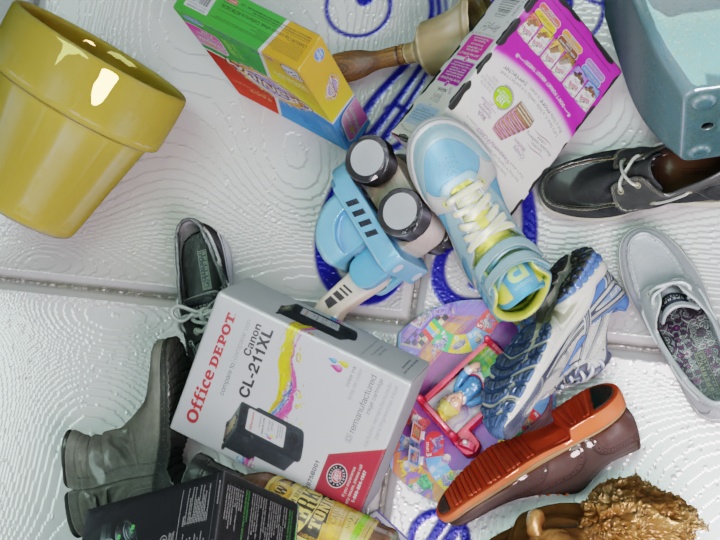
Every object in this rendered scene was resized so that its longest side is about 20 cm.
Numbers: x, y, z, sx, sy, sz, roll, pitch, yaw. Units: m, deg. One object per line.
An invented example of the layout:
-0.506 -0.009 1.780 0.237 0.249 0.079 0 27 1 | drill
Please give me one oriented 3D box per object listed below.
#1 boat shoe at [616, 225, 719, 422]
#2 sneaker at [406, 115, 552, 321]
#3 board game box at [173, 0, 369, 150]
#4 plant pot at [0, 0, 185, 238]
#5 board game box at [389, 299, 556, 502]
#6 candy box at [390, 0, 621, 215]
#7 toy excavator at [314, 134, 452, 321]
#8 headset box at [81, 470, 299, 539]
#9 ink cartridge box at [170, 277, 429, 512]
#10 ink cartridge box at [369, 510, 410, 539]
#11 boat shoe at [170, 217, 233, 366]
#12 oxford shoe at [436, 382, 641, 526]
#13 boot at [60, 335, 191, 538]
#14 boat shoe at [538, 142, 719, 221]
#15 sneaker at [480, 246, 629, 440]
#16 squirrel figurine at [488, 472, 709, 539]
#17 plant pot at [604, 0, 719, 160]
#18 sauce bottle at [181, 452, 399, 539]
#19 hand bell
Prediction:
0.294 0.040 1.268 0.070 0.072 0.202 -25 68 5 | boat shoe
0.115 -0.040 1.251 0.079 0.201 0.131 -32 32 1 | sneaker
-0.083 -0.201 1.373 0.152 0.200 0.041 29 82 21 | board game box
-0.309 -0.145 1.426 0.200 0.200 0.190 34 97 21 | plant pot
0.104 0.120 1.307 0.156 0.039 0.202 0 73 14 | board game box
0.142 -0.162 1.336 0.201 0.136 0.061 -52 32 -7 | candy box
0.000 0.000 1.356 0.199 0.100 0.195 -37 68 15 | toy excavator
-0.159 0.280 1.160 0.199 0.092 0.176 -21 51 37 | headset box
-0.058 0.117 1.287 0.198 0.083 0.147 24 105 10 | ink cartridge box
0.014 0.325 1.219 0.198 0.044 0.199 40 41 25 | ink cartridge box
-0.149 0.043 1.382 0.073 0.068 0.201 -11 71 11 | boat shoe
0.162 0.184 1.251 0.199 0.071 0.073 -31 108 5 | oxford shoe
-0.232 0.163 1.346 0.129 0.068 0.202 2 91 14 | boot
0.265 -0.093 1.322 0.198 0.068 0.073 -5 73 14 | boat shoe
0.187 0.078 1.270 0.085 0.077 0.201 40 72 -16 | sneaker
0.187 0.237 1.170 0.199 0.187 0.142 -36 67 0 | squirrel figurine
0.330 -0.216 1.255 0.194 0.196 0.202 -8 63 7 | plant pot
-0.065 0.220 1.233 0.198 0.065 0.065 21 79 11 | sauce bottle
0.036 -0.220 1.421 0.198 0.104 0.105 -9 70 23 | hand bell
